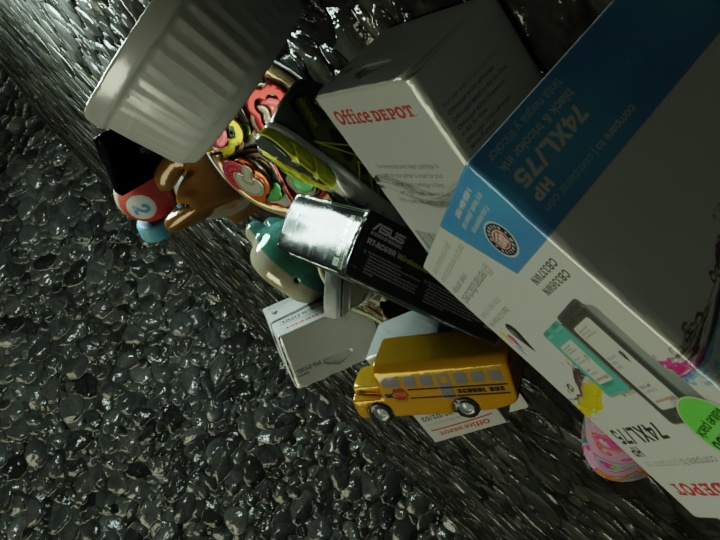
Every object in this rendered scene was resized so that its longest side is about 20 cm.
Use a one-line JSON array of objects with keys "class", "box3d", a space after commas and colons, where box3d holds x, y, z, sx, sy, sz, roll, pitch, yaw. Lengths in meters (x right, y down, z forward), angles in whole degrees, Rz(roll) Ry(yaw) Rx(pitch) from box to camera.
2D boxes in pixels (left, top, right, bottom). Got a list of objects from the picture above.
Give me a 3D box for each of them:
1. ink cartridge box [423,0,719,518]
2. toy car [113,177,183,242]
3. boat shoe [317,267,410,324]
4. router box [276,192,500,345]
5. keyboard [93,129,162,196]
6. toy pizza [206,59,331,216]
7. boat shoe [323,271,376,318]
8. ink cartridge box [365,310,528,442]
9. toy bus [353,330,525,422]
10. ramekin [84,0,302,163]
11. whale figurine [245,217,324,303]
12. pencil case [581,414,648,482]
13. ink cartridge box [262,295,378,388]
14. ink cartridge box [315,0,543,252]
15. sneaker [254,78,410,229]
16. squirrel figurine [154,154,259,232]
[{"class": "ink cartridge box", "box3d": [0.155, -0.006, 0.369, 0.199, 0.146, 0.147, 42, 166, 9]}, {"class": "toy car", "box3d": [-0.299, -0.143, 1.299, 0.197, 0.177, 0.187, 20, 143, 32]}, {"class": "boat shoe", "box3d": [0.032, 0.030, 1.011, 0.201, 0.075, 0.075, 37, 154, 4]}, {"class": "router box", "box3d": [0.035, -0.002, 0.751, 0.197, 0.063, 0.149, 25, 177, -32]}, {"class": "keyboard", "box3d": [-0.295, -0.166, 0.988, 0.201, 0.039, 0.106, -69, -33, -69]}, {"class": "toy pizza", "box3d": [-0.102, -0.134, 0.820, 0.196, 0.032, 0.203, 19, 137, 18]}, {"class": "boat shoe", "box3d": [0.000, 0.000, 0.893, 0.201, 0.065, 0.075, -72, -15, -69]}, {"class": "ink cartridge box", "box3d": [0.113, 0.141, 0.962, 0.114, 0.068, 0.201, -24, 117, 34]}, {"class": "toy bus", "box3d": [0.083, 0.117, 0.864, 0.196, 0.066, 0.079, -8, 122, 26]}, {"class": "ramekin", "box3d": [-0.129, -0.181, 0.625, 0.093, 0.205, 0.202, 34, 170, -19]}, {"class": "whale figurine", "box3d": [-0.099, -0.038, 1.167, 0.158, 0.104, 0.201, 34, -166, -21]}, {"class": "pencil case", "box3d": [0.220, 0.108, 0.638, 0.087, 0.088, 0.201, 36, 164, 31]}, {"class": "ink cartridge box", "box3d": [-0.060, 0.087, 1.161, 0.200, 0.142, 0.086, -147, 35, -74]}, {"class": "ink cartridge box", "box3d": [0.078, -0.072, 0.537, 0.201, 0.084, 0.144, 51, 165, -22]}, {"class": "sneaker", "box3d": [-0.002, -0.104, 0.717, 0.198, 0.086, 0.074, 29, 175, -39]}, {"class": "squirrel figurine", "box3d": [-0.187, -0.173, 0.966, 0.199, 0.140, 0.190, -31, 80, 42]}]
